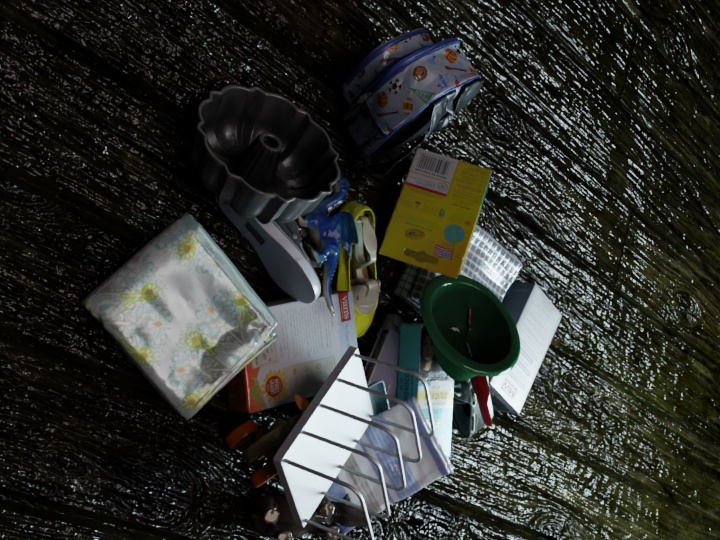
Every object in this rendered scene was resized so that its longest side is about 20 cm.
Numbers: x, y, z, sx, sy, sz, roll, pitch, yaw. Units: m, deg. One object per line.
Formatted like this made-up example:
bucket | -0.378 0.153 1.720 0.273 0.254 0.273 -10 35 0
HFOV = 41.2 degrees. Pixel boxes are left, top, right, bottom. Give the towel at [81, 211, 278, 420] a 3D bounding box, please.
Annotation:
towel | -0.215 0.058 1.187 0.171 0.048 0.201 -43 107 -18

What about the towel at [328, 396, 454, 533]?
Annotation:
towel | 0.026 0.285 1.395 0.198 0.024 0.148 -28 114 -2

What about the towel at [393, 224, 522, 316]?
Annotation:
towel | 0.162 0.012 1.534 0.199 0.085 0.168 34 71 -37

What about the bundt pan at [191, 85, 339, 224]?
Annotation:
bundt pan | -0.129 -0.141 1.232 0.199 0.076 0.204 20 44 -20

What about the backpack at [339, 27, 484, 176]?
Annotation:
backpack | 0.076 -0.258 1.382 0.199 0.190 0.155 -37 98 -34

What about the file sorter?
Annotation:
file sorter | 0.001 0.230 1.244 0.201 0.123 0.140 -54 146 -38

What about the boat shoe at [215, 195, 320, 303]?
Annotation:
boat shoe | -0.112 -0.050 1.287 0.201 0.070 0.066 49 51 -6

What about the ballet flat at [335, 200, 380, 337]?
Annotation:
ballet flat | 0.000 0.000 1.402 0.066 0.066 0.204 -6 96 -38

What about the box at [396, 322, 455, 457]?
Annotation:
box | 0.100 0.183 1.466 0.081 0.049 0.204 4 89 -41

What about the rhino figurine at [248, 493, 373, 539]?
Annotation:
rhino figurine | -0.063 0.340 1.329 0.197 0.087 0.061 6 87 -31

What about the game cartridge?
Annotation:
game cartridge | 0.048 0.186 1.474 0.129 0.038 0.203 40 66 -39

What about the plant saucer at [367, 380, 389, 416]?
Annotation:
plant saucer | 0.020 0.260 1.417 0.069 0.019 0.203 -24 117 -25

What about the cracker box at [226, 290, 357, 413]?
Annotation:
cracker box | -0.094 0.108 1.328 0.198 0.057 0.137 -9 96 -40

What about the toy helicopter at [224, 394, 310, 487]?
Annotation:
toy helicopter | -0.082 0.206 1.309 0.079 0.132 0.199 54 32 10

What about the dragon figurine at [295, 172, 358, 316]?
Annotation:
dragon figurine | -0.036 -0.046 1.336 0.098 0.059 0.203 -14 69 -19

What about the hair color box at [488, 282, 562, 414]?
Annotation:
hair color box | 0.265 0.131 1.645 0.099 0.060 0.202 44 63 -33

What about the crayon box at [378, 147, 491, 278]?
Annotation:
crayon box | 0.111 -0.078 1.441 0.051 0.125 0.202 93 16 -60

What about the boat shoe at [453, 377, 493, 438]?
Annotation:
boat shoe | 0.165 0.185 1.539 0.063 0.070 0.202 -38 126 -29

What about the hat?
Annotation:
hat | 0.135 0.135 1.452 0.164 0.177 0.202 -16 64 -38
